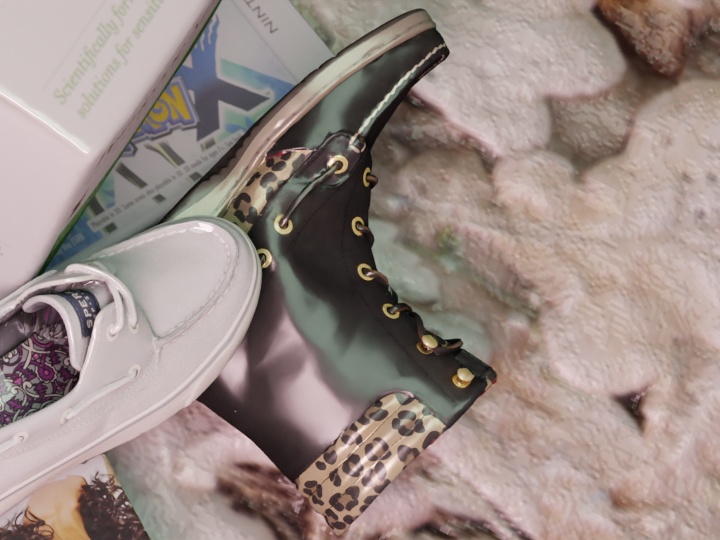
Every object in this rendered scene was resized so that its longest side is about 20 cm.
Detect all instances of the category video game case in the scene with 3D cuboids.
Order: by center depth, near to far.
[{"bbox_3d":[-0.126,-0.101,1.289,0.200,0.022,0.183,-33,79,-31],"label":"video game case"}]

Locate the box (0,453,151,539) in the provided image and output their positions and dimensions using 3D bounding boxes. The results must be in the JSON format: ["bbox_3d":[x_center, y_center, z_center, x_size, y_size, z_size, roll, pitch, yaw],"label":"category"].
[{"bbox_3d":[-0.089,0.178,1.138,0.075,0.050,0.201,-24,75,-29],"label":"box"}]

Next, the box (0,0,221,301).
[{"bbox_3d":[-0.164,-0.126,1.170,0.199,0.171,0.200,32,57,-2],"label":"box"}]

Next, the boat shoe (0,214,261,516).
[{"bbox_3d":[-0.118,0.031,1.135,0.199,0.069,0.072,-30,67,-24],"label":"boat shoe"}]

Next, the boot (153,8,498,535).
[{"bbox_3d":[0.000,0.000,1.237,0.151,0.073,0.200,45,75,3],"label":"boot"}]
